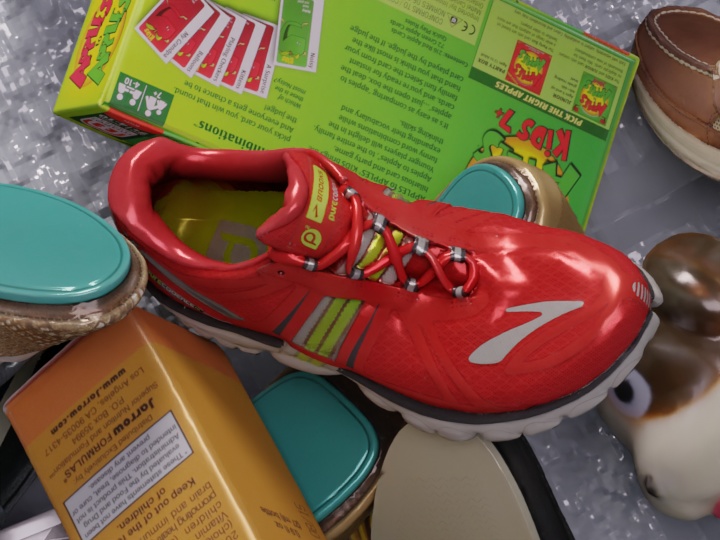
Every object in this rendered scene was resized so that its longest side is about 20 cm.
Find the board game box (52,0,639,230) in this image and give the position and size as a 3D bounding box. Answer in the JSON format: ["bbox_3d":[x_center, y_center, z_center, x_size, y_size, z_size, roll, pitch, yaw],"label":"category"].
[{"bbox_3d":[-0.002,-0.068,1.042,0.200,0.048,0.102,23,80,-25],"label":"board game box"}]

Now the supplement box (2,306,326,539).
[{"bbox_3d":[-0.045,0.109,0.950,0.069,0.067,0.200,-41,57,13],"label":"supplement box"}]

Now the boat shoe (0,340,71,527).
[{"bbox_3d":[-0.153,0.079,1.000,0.062,0.073,0.200,12,53,25],"label":"boat shoe"}]

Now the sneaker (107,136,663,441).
[{"bbox_3d":[0.000,0.000,0.939,0.199,0.085,0.077,10,67,26],"label":"sneaker"}]

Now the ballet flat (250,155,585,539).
[{"bbox_3d":[0.010,0.049,1.016,0.200,0.063,0.069,-47,53,9],"label":"ballet flat"}]

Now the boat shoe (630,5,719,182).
[{"bbox_3d":[0.172,-0.060,1.033,0.076,0.200,0.072,-11,122,-32],"label":"boat shoe"}]

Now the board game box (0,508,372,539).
[{"bbox_3d":[-0.079,0.143,1.046,0.199,0.035,0.127,-22,83,-8],"label":"board game box"}]

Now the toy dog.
[{"bbox_3d":[0.185,0.043,1.036,0.199,0.140,0.195,5,71,-4],"label":"toy dog"}]

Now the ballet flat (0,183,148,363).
[{"bbox_3d":[-0.152,-0.001,0.988,0.200,0.065,0.070,21,39,32],"label":"ballet flat"}]

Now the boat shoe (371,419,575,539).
[{"bbox_3d":[0.057,0.129,1.009,0.063,0.074,0.202,-42,124,-42],"label":"boat shoe"}]
